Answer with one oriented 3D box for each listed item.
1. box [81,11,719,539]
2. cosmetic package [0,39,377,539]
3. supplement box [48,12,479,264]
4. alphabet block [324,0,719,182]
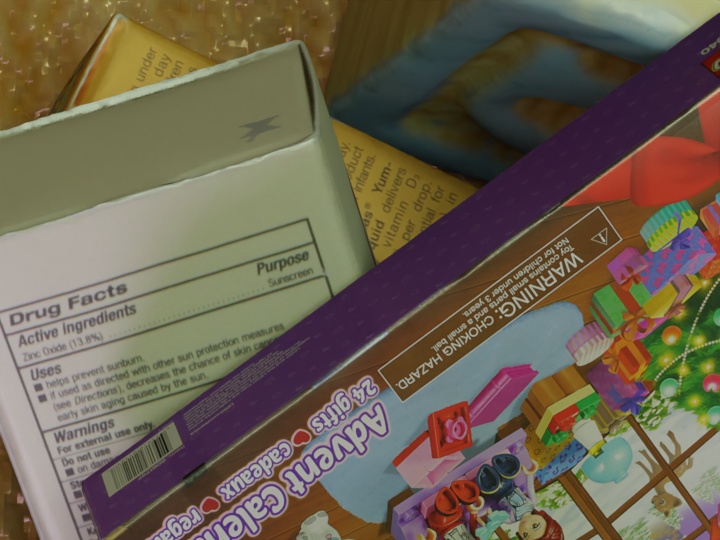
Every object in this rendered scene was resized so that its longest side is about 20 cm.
[{"bbox_3d":[0.052,0.049,0.708,0.200,0.039,0.137,-37,113,1],"label":"box"},{"bbox_3d":[-0.031,0.054,0.765,0.103,0.087,0.200,-15,112,3],"label":"cosmetic package"},{"bbox_3d":[0.000,0.000,0.838,0.200,0.067,0.069,24,77,-11],"label":"supplement box"},{"bbox_3d":[0.118,-0.122,0.820,0.195,0.196,0.200,18,78,-13],"label":"alphabet block"}]
